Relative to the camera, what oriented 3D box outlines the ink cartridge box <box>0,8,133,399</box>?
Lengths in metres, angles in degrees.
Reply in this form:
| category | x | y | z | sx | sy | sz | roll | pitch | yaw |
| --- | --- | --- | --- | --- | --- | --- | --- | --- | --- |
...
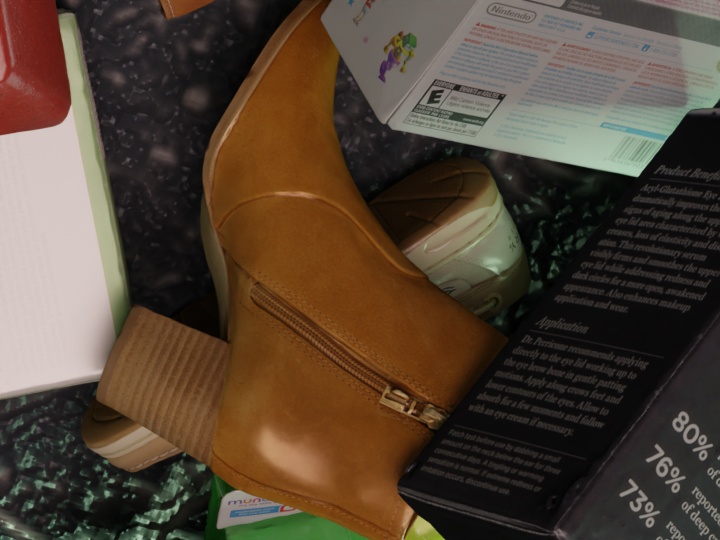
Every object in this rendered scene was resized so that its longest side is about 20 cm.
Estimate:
| category | x | y | z | sx | sy | sz | roll | pitch | yaw |
| --- | --- | --- | --- | --- | --- | --- | --- | --- | --- |
| ink cartridge box | -0.195 | -0.013 | 1.161 | 0.199 | 0.048 | 0.146 | -11 | 98 | -5 |

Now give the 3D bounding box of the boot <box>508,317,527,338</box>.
| category | x | y | z | sx | sy | sz | roll | pitch | yaw |
| --- | --- | --- | --- | --- | --- | --- | --- | --- | --- |
| boot | 0.172 | 0.017 | 1.256 | 0.199 | 0.073 | 0.156 | 22 | 107 | -21 |

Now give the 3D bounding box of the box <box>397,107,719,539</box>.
| category | x | y | z | sx | sy | sz | roll | pitch | yaw |
| --- | --- | --- | --- | --- | --- | --- | --- | --- | --- |
| box | 0.138 | 0.060 | 1.111 | 0.200 | 0.104 | 0.148 | -50 | 119 | -19 |

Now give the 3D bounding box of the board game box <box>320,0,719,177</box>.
| category | x | y | z | sx | sy | sz | roll | pitch | yaw |
| --- | --- | --- | --- | --- | --- | --- | --- | --- | --- |
| board game box | 0.102 | -0.134 | 1.098 | 0.147 | 0.064 | 0.200 | 8 | 130 | -42 |

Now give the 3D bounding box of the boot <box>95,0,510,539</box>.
| category | x | y | z | sx | sy | sz | roll | pitch | yaw |
| --- | --- | --- | --- | --- | --- | --- | --- | --- | --- |
| boot | 0.000 | 0.000 | 1.155 | 0.144 | 0.071 | 0.202 | 23 | 70 | 5 |

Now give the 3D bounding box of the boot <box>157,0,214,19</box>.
| category | x | y | z | sx | sy | sz | roll | pitch | yaw |
| --- | --- | --- | --- | --- | --- | --- | --- | --- | --- |
| boot | -0.037 | -0.197 | 1.120 | 0.154 | 0.074 | 0.201 | -21 | 115 | -1 |

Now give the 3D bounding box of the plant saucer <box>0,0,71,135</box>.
| category | x | y | z | sx | sy | sz | roll | pitch | yaw |
| --- | --- | --- | --- | --- | --- | --- | --- | --- | --- |
| plant saucer | -0.219 | -0.135 | 1.100 | 0.199 | 0.037 | 0.201 | -10 | 100 | -7 |

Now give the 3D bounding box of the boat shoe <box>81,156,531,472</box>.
| category | x | y | z | sx | sy | sz | roll | pitch | yaw |
| --- | --- | --- | --- | --- | --- | --- | --- | --- | --- |
| boat shoe | -0.018 | 0.034 | 1.223 | 0.200 | 0.074 | 0.069 | -31 | 117 | 6 |

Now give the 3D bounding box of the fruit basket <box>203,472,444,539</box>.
| category | x | y | z | sx | sy | sz | roll | pitch | yaw |
| --- | --- | --- | --- | --- | --- | --- | --- | --- | --- |
| fruit basket | 0.032 | 0.110 | 1.237 | 0.199 | 0.094 | 0.185 | -14 | 154 | -13 |
